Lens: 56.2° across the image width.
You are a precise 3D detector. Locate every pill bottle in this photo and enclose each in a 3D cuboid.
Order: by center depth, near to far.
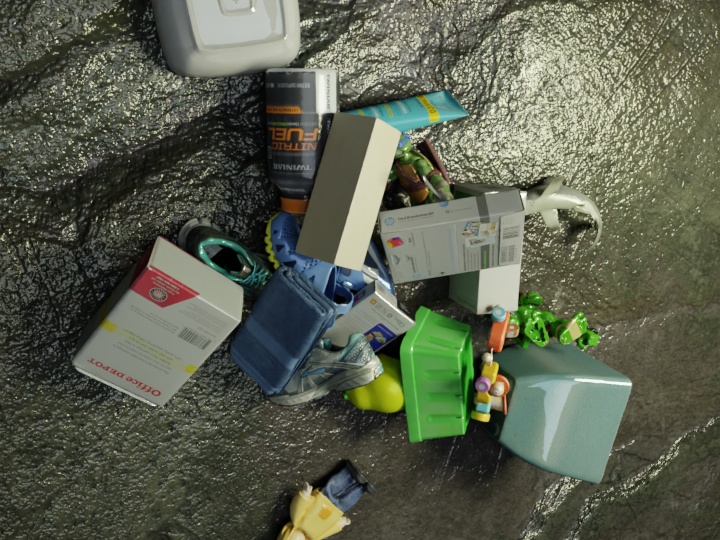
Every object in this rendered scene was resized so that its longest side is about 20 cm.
[{"bbox_3d":[-0.081,-0.185,0.968,0.106,0.106,0.201,-6,106,-21],"label":"pill bottle"}]

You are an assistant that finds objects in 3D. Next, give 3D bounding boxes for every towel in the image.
[{"bbox_3d":[-0.119,0.090,0.996,0.112,0.049,0.200,43,126,11],"label":"towel"}]

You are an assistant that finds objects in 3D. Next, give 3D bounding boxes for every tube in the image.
[{"bbox_3d":[0.060,-0.236,1.036,0.199,0.078,0.051,-17,144,-15],"label":"tube"}]

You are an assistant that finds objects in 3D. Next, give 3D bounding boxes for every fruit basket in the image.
[{"bbox_3d":[0.080,0.177,1.123,0.215,0.156,0.216,10,121,18],"label":"fruit basket"}]

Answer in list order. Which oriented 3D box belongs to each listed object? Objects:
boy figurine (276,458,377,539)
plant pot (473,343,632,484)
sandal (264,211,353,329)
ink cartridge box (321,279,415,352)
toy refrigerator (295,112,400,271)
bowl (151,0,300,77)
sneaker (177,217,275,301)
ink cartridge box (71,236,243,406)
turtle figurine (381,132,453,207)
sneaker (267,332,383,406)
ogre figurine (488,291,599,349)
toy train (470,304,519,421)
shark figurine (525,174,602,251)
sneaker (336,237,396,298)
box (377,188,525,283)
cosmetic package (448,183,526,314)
[{"bbox_3d":[-0.072,0.414,1.158,0.200,0.064,0.125,-40,118,-12],"label":"boy figurine"},{"bbox_3d":[0.317,0.240,1.206,0.199,0.196,0.197,10,100,-18],"label":"plant pot"},{"bbox_3d":[-0.071,0.001,1.005,0.201,0.087,0.080,64,33,-17],"label":"sandal"},{"bbox_3d":[-0.016,0.104,1.084,0.200,0.037,0.095,-39,119,24],"label":"ink cartridge box"},{"bbox_3d":[-0.015,-0.107,0.929,0.070,0.076,0.201,14,92,-53],"label":"toy refrigerator"},{"bbox_3d":[-0.173,-0.363,0.901,0.199,0.075,0.201,-13,109,-20],"label":"bowl"},{"bbox_3d":[-0.173,0.000,0.987,0.200,0.091,0.078,30,91,-27],"label":"sneaker"},{"bbox_3d":[-0.279,0.075,0.932,0.145,0.084,0.200,34,113,-26],"label":"ink cartridge box"},{"bbox_3d":[0.078,-0.095,1.038,0.144,0.200,0.194,-26,122,20],"label":"turtle figurine"},{"bbox_3d":[-0.064,0.152,1.064,0.199,0.078,0.087,-21,90,19],"label":"sneaker"},{"bbox_3d":[0.309,0.095,1.196,0.199,0.120,0.099,-11,104,-21],"label":"ogre figurine"},{"bbox_3d":[0.222,0.159,1.089,0.200,0.055,0.151,86,22,-48],"label":"toy train"},{"bbox_3d":[0.359,-0.125,1.185,0.214,0.090,0.128,14,132,-17],"label":"shark figurine"},{"bbox_3d":[0.000,0.000,1.072,0.082,0.074,0.200,-27,118,2],"label":"sneaker"},{"bbox_3d":[0.135,-0.045,0.991,0.199,0.041,0.156,-10,151,6],"label":"box"},{"bbox_3d":[0.210,-0.039,1.126,0.084,0.108,0.201,-4,104,-21],"label":"cosmetic package"}]
